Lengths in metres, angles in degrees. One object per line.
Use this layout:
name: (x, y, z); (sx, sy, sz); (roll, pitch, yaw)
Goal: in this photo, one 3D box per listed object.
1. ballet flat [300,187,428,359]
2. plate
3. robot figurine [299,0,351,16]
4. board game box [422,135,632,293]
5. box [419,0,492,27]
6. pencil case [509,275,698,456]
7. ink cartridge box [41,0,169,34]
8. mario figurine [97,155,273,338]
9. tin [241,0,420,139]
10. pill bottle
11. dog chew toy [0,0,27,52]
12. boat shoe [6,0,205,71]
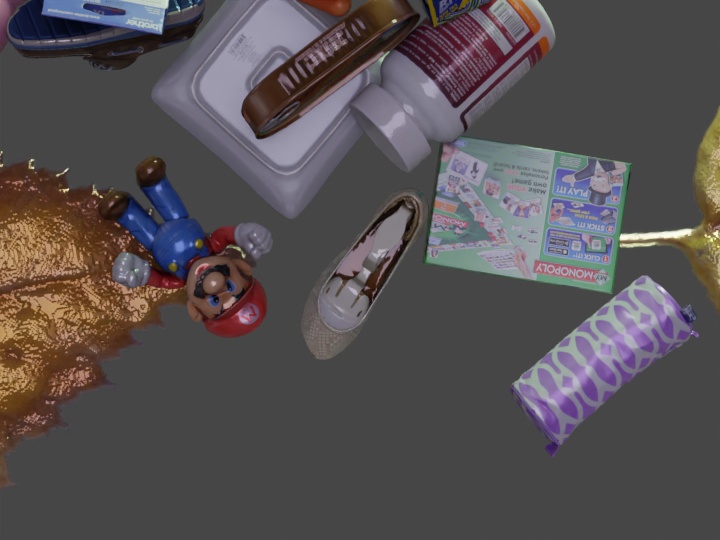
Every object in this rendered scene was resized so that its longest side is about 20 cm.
ballet flat: (0.000, 0.000, 1.481); (0.067, 0.062, 0.201); (32, 90, 1)
plate: (-0.081, -0.190, 1.489); (0.199, 0.032, 0.200); (40, 90, -2)
robot figurine: (-0.044, -0.329, 1.408); (0.116, 0.200, 0.145); (13, 108, -40)
board game box: (0.170, -0.058, 1.502); (0.197, 0.029, 0.137); (9, 91, -2)
box: (0.058, -0.337, 1.426); (0.069, 0.065, 0.202); (-24, 59, -1)
pencil case: (0.246, 0.092, 1.486); (0.199, 0.084, 0.086); (-37, 115, 1)
ink cartridge box: (-0.239, -0.302, 1.418); (0.117, 0.042, 0.202); (9, 54, -10)
mario figurine: (-0.168, -0.019, 1.450); (0.200, 0.106, 0.124); (47, 124, 5)
tin: (-0.031, -0.201, 1.421); (0.199, 0.112, 0.042); (-37, 83, -2)
pill bottle: (0.089, -0.199, 1.451); (0.200, 0.110, 0.110); (-43, 92, -4)
dog chew toy: (-0.370, -0.297, 1.436); (0.124, 0.125, 0.201); (36, 82, -3)
boat shoe: (-0.248, -0.234, 1.445); (0.197, 0.073, 0.073); (-12, 56, -15)
